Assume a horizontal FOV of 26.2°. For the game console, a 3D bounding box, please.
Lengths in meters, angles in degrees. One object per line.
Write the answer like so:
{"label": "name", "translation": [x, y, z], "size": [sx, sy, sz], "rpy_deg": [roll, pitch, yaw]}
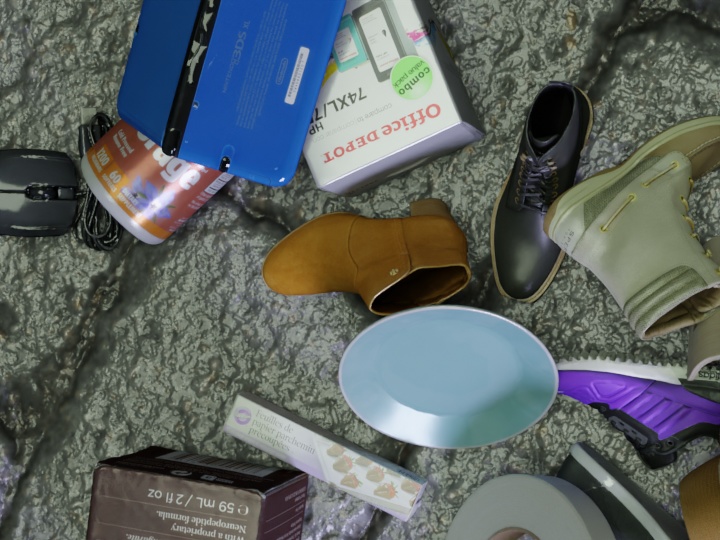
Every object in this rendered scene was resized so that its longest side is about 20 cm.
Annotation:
{"label": "game console", "translation": [-0.115, -0.199, 1.359], "size": [0.169, 0.118, 0.202], "rpy_deg": [16, 105, -8]}

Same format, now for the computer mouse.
{"label": "computer mouse", "translation": [-0.337, -0.083, 1.525], "size": [0.197, 0.053, 0.141], "rpy_deg": [-4, 89, 12]}

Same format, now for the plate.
{"label": "plate", "translation": [0.079, 0.091, 1.392], "size": [0.197, 0.201, 0.026], "rpy_deg": [-5, 47, 11]}

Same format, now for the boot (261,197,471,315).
{"label": "boot", "translation": [0.001, 0.000, 1.403], "size": [0.199, 0.144, 0.071], "rpy_deg": [-19, 116, 8]}

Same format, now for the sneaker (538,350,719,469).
{"label": "sneaker", "translation": [0.251, 0.128, 1.390], "size": [0.197, 0.070, 0.101], "rpy_deg": [5, 92, 12]}

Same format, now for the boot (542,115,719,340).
{"label": "boot", "translation": [0.279, -0.038, 1.344], "size": [0.198, 0.072, 0.155], "rpy_deg": [-29, 58, -14]}

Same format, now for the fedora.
{"label": "fedora", "translation": [0.325, 0.211, 1.317], "size": [0.081, 0.200, 0.203], "rpy_deg": [-23, 84, 27]}

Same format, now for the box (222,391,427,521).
{"label": "box", "translation": [-0.033, 0.175, 1.464], "size": [0.198, 0.041, 0.039], "rpy_deg": [25, 94, 10]}

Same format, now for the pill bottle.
{"label": "pill bottle", "translation": [-0.158, -0.129, 1.457], "size": [0.200, 0.112, 0.112], "rpy_deg": [-42, 81, 9]}

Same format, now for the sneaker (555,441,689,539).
{"label": "sneaker", "translation": [0.235, 0.254, 1.378], "size": [0.200, 0.070, 0.100], "rpy_deg": [44, 103, 31]}

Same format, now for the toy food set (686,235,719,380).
{"label": "toy food set", "translation": [0.386, 0.046, 1.345], "size": [0.197, 0.061, 0.145], "rpy_deg": [5, 47, 11]}

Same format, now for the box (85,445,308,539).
{"label": "box", "translation": [-0.153, 0.278, 1.423], "size": [0.164, 0.164, 0.203], "rpy_deg": [7, 91, 12]}

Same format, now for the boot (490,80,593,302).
{"label": "boot", "translation": [0.153, -0.072, 1.379], "size": [0.076, 0.138, 0.203], "rpy_deg": [11, 92, 11]}

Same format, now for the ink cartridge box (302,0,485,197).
{"label": "ink cartridge box", "translation": [0.004, -0.188, 1.408], "size": [0.145, 0.146, 0.202], "rpy_deg": [-24, 85, 11]}

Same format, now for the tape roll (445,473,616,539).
{"label": "tape roll", "translation": [0.148, 0.282, 1.367], "size": [0.202, 0.037, 0.206], "rpy_deg": [-13, 73, 48]}
